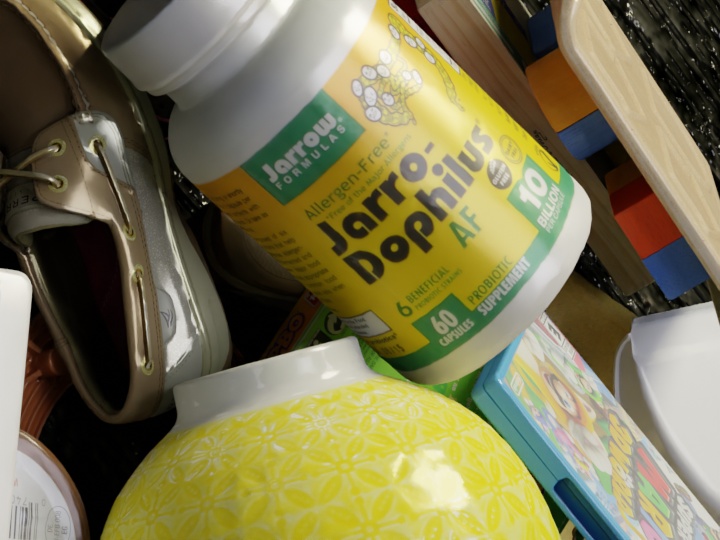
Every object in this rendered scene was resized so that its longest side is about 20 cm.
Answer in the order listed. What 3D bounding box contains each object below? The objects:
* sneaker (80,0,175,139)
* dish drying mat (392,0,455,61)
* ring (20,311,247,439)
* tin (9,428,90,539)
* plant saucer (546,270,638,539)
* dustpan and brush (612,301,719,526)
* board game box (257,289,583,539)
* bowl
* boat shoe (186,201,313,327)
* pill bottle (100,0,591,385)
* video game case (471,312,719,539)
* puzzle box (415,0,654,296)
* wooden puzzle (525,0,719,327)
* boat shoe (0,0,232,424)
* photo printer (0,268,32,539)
[{"bbox_3d":[-0.088,-0.105,1.259,0.200,0.079,0.096,25,93,-20],"label":"sneaker"},{"bbox_3d":[0.035,-0.085,1.377,0.077,0.018,0.200,12,45,-46],"label":"dish drying mat"},{"bbox_3d":[-0.094,0.105,1.265,0.200,0.019,0.201,13,72,-47],"label":"ring"},{"bbox_3d":[-0.164,0.156,1.148,0.112,0.042,0.201,10,75,-31],"label":"tin"},{"bbox_3d":[0.097,0.109,1.459,0.200,0.048,0.201,34,59,-39],"label":"plant saucer"},{"bbox_3d":[0.192,0.118,1.498,0.139,0.057,0.201,-10,84,-38],"label":"dustpan and brush"},{"bbox_3d":[0.037,0.075,1.322,0.200,0.030,0.096,41,76,-31],"label":"board game box"},{"bbox_3d":[-0.026,0.089,1.190,0.200,0.200,0.108,-14,87,-49],"label":"bowl"},{"bbox_3d":[0.000,0.000,1.344,0.200,0.065,0.073,21,72,-36],"label":"boat shoe"},{"bbox_3d":[-0.008,-0.055,1.202,0.200,0.113,0.113,43,52,-17],"label":"pill bottle"},{"bbox_3d":[0.126,0.110,1.299,0.200,0.018,0.143,51,16,-4],"label":"video game case"},{"bbox_3d":[0.083,-0.094,1.449,0.200,0.025,0.133,52,15,-28],"label":"puzzle box"},{"bbox_3d":[0.127,-0.072,1.419,0.200,0.046,0.185,59,12,-21],"label":"wooden puzzle"},{"bbox_3d":[-0.120,-0.030,1.210,0.066,0.074,0.200,-32,97,-50],"label":"boat shoe"},{"bbox_3d":[-0.209,0.088,1.071,0.166,0.069,0.201,10,74,-26],"label":"photo printer"}]
